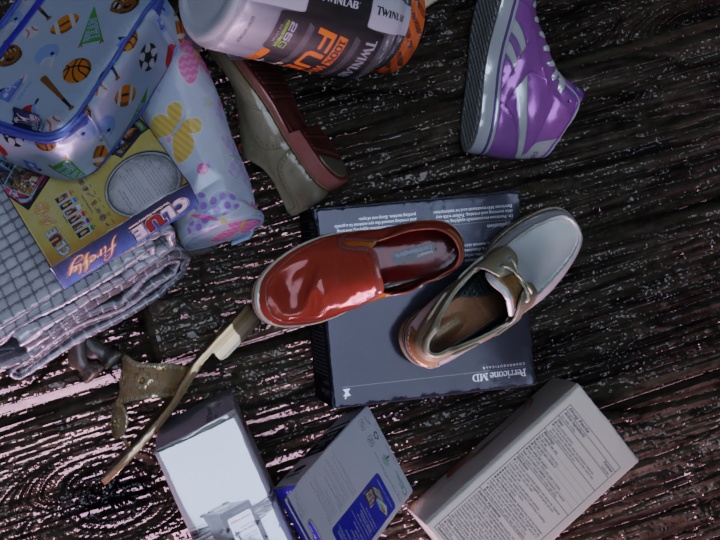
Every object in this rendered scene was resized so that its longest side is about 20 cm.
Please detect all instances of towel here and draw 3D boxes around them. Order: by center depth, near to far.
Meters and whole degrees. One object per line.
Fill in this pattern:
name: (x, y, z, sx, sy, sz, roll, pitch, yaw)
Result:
towel: (-0.270, -0.013, 1.261, 0.199, 0.086, 0.166, -33, 56, -9)

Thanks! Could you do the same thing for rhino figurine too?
rhino figurine: (-0.208, 0.006, 1.322, 0.200, 0.060, 0.087, -44, 88, -10)

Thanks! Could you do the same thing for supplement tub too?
supplement tub: (-0.048, -0.237, 1.253, 0.199, 0.122, 0.124, 7, 90, -35)

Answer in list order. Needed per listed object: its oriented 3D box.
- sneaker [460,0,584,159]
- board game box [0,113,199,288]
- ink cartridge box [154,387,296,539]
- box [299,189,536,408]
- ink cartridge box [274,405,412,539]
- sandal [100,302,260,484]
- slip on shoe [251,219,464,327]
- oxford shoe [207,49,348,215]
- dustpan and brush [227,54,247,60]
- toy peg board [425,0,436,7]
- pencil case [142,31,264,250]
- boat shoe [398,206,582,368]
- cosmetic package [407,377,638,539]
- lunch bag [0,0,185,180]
sneaker: (0.165, -0.208, 1.390, 0.113, 0.073, 0.202, 5, 102, -14)
board game box: (-0.244, -0.094, 1.234, 0.135, 0.035, 0.200, -32, 56, -8)
ink cartridge box: (-0.113, 0.222, 1.302, 0.083, 0.145, 0.201, -24, 96, -5)
box: (0.052, 0.025, 1.351, 0.198, 0.104, 0.184, -5, 91, -11)
ink cartridge box: (-0.020, 0.209, 1.305, 0.039, 0.200, 0.100, -24, 97, 27)
sandal: (-0.187, 0.096, 1.324, 0.070, 0.078, 0.212, 45, 75, -6)
slip on shoe: (0.000, 0.000, 1.258, 0.198, 0.061, 0.075, -15, 95, -8)
oxford shoe: (-0.096, -0.142, 1.330, 0.075, 0.070, 0.201, -39, 76, 22)
dustpan and brush: (-0.096, -0.293, 1.336, 0.139, 0.057, 0.202, -8, 91, -37)
toy peg board: (0.064, -0.370, 1.348, 0.198, 0.098, 0.201, -35, 98, -8)
pencil case: (-0.154, -0.119, 1.299, 0.083, 0.091, 0.202, -21, 81, 9)
boat shoe: (0.125, 0.018, 1.278, 0.200, 0.068, 0.075, -41, 98, -8)
cosmetic package: (0.155, 0.207, 1.385, 0.200, 0.087, 0.104, -39, 97, -7)
lunch bag: (-0.257, -0.175, 1.224, 0.159, 0.076, 0.201, 20, 64, 26)
